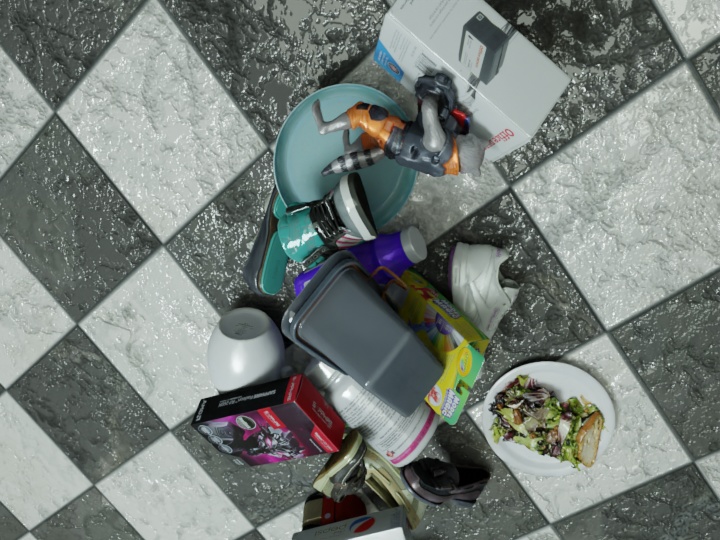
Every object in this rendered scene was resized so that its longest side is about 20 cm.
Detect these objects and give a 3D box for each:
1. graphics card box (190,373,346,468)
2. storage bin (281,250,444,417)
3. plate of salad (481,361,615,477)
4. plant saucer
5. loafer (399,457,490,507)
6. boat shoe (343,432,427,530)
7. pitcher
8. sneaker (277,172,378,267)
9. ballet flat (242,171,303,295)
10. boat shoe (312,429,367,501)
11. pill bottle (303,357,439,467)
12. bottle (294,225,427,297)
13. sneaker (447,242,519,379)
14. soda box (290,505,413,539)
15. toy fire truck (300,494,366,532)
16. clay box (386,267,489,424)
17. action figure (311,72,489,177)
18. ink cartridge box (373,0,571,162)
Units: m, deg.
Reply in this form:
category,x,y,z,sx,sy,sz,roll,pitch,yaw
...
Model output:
category,x,y,z,sx,sy,sz,roll,pitch,yaw
graphics card box,-0.134,0.224,0.866,0.195,0.052,0.127,-16,128,26
storage bin,0.023,0.085,0.729,0.134,0.200,0.146,38,84,32
plate of salad,0.280,0.232,0.889,0.193,0.048,0.207,5,113,11
plant saucer,-0.019,-0.143,0.790,0.193,0.028,0.207,-4,114,-8
loafer,0.133,0.314,0.909,0.063,0.072,0.198,-46,137,13
boat shoe,0.027,0.340,0.972,0.199,0.064,0.073,41,147,-10
pitcher,-0.153,0.170,0.928,0.166,0.122,0.206,9,122,10
sneaker,-0.044,-0.058,0.714,0.117,0.200,0.086,-19,84,2
ballet flat,-0.118,-0.067,0.838,0.071,0.073,0.206,19,88,4
boat shoe,-0.019,0.301,0.899,0.064,0.074,0.201,35,148,5
pill bottle,0.015,0.187,0.897,0.199,0.114,0.114,42,115,-6
bottle,0.000,0.000,0.829,0.196,0.083,0.067,-25,75,29
sneaker,0.173,0.062,0.830,0.096,0.075,0.207,-1,112,14
soda box,-0.016,0.440,0.937,0.194,0.064,0.070,-17,95,9
toy fire truck,0.006,0.479,1.022,0.194,0.129,0.181,-15,108,6
clay box,0.096,0.099,0.812,0.200,0.046,0.118,45,126,41
action figure,0.056,-0.140,0.700,0.187,0.200,0.108,11,77,18
ink cartridge box,0.118,-0.231,0.678,0.198,0.145,0.084,39,88,-4
